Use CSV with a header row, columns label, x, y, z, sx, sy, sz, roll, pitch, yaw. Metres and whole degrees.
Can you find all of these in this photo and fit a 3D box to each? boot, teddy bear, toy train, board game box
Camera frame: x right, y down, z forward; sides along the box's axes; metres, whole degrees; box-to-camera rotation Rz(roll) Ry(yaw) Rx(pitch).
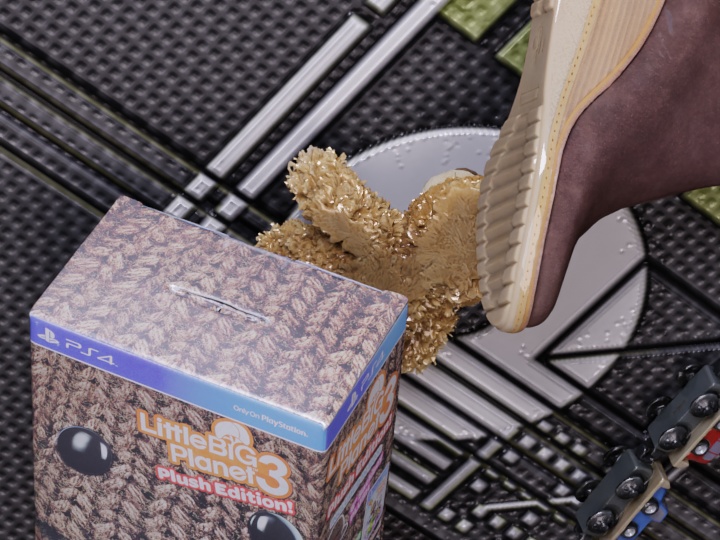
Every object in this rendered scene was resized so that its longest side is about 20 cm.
label,x,y,z,sx,sy,sz,roll,pitch,yaw
boot,0.150,-0.054,1.231,0.166,0.072,0.201,13,88,-18
teddy bear,0.000,0.000,1.316,0.145,0.067,0.200,40,121,-17
toy train,0.183,0.081,1.401,0.046,0.034,0.200,19,122,-32
board game box,-0.073,0.088,1.292,0.159,0.097,0.200,19,135,15
